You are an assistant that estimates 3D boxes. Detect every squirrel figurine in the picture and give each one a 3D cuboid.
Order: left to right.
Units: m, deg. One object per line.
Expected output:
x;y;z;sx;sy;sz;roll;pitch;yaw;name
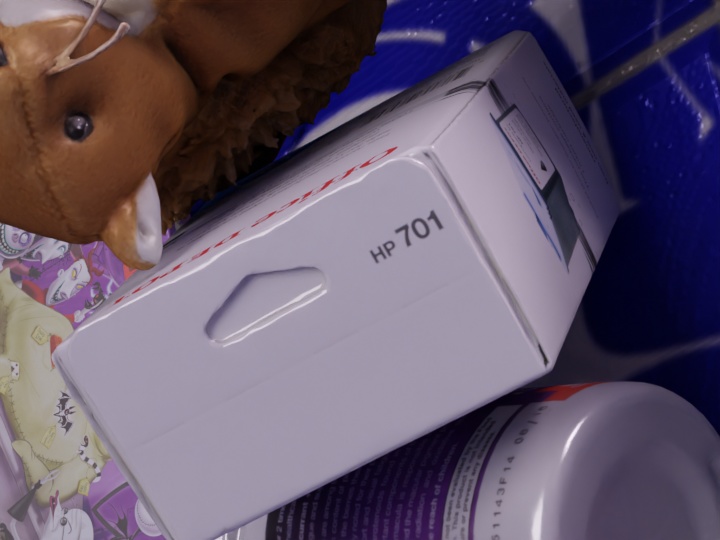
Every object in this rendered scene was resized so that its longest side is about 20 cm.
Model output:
-0.065;-0.079;0.829;0.141;0.200;0.187;16;66;19;squirrel figurine

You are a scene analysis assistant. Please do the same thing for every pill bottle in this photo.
0.029;0.099;0.850;0.199;0.111;0.112;-7;71;46;pill bottle

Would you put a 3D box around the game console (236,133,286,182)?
-0.052;-0.132;0.950;0.172;0.199;0.119;-13;63;44;game console

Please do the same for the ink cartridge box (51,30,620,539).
0.000;0.000;0.827;0.146;0.200;0.086;-27;100;19;ink cartridge box

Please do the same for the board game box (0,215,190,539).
-0.116;0.054;1.049;0.120;0.032;0.201;-21;68;20;board game box
